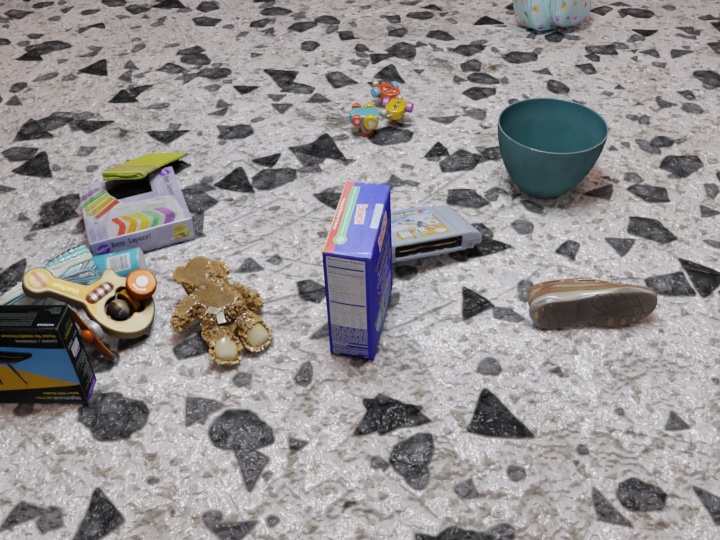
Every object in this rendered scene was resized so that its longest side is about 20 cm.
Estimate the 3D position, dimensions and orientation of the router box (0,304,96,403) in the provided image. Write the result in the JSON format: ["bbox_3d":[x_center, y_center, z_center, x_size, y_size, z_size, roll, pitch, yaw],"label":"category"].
[{"bbox_3d":[-0.481,0.116,0.966,0.196,0.151,0.051,0,40,2],"label":"router box"}]

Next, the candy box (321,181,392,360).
[{"bbox_3d":[0.000,0.000,1.043,0.076,0.202,0.170,7,41,9],"label":"candy box"}]

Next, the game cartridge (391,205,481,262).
[{"bbox_3d":[0.092,-0.066,1.217,0.197,0.042,0.134,-11,34,-17],"label":"game cartridge"}]

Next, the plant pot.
[{"bbox_3d":[0.350,-0.216,1.325,0.197,0.136,0.202,0,41,0],"label":"plant pot"}]

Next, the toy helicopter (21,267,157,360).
[{"bbox_3d":[-0.411,0.051,1.060,0.197,0.079,0.134,18,56,-12],"label":"toy helicopter"}]

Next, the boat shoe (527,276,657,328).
[{"bbox_3d":[0.355,0.039,1.087,0.196,0.077,0.072,-1,39,-1],"label":"boat shoe"}]

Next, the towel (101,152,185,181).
[{"bbox_3d":[-0.416,-0.203,1.368,0.085,0.018,0.200,1,20,9],"label":"towel"}]

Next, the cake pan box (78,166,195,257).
[{"bbox_3d":[-0.413,-0.108,1.293,0.182,0.053,0.201,-14,42,-17],"label":"cake pan box"}]

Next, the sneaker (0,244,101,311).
[{"bbox_3d":[-0.495,0.048,1.100,0.199,0.087,0.078,-37,6,-10],"label":"sneaker"}]

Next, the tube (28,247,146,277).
[{"bbox_3d":[-0.459,0.007,1.171,0.197,0.051,0.078,-11,43,-4],"label":"tube"}]

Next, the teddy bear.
[{"bbox_3d":[-0.217,0.066,1.091,0.199,0.067,0.145,33,61,24],"label":"teddy bear"}]

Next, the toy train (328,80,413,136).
[{"bbox_3d":[0.031,-0.355,1.559,0.199,0.056,0.150,-29,47,-32],"label":"toy train"}]

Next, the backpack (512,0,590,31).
[{"bbox_3d":[0.512,-0.730,1.873,0.197,0.178,0.154,-17,39,-11],"label":"backpack"}]
